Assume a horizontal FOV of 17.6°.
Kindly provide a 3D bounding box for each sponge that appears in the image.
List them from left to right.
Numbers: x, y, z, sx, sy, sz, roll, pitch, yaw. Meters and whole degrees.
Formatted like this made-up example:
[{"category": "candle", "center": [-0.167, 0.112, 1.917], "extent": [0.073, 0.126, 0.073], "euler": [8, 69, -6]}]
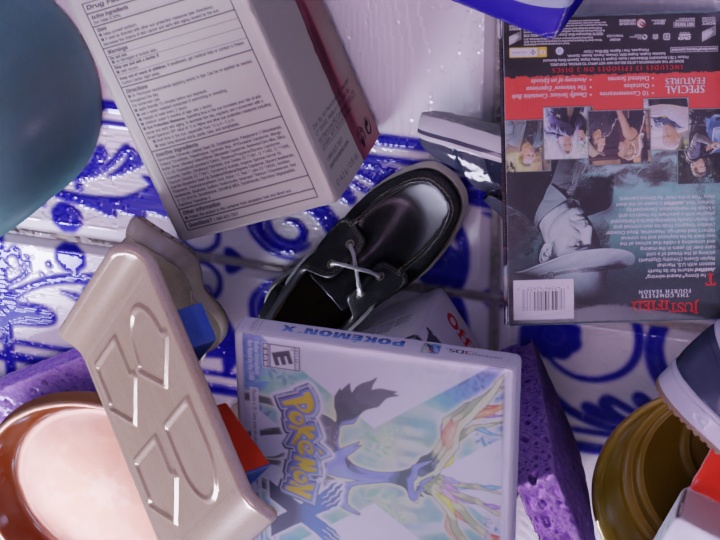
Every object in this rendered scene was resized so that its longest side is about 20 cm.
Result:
[{"category": "sponge", "center": [-0.221, 0.120, 1.792], "extent": [0.200, 0.030, 0.112], "euler": [-20, 111, 27]}, {"category": "sponge", "center": [0.131, 0.139, 1.588], "extent": [0.030, 0.200, 0.112], "euler": [-20, 113, 9]}]

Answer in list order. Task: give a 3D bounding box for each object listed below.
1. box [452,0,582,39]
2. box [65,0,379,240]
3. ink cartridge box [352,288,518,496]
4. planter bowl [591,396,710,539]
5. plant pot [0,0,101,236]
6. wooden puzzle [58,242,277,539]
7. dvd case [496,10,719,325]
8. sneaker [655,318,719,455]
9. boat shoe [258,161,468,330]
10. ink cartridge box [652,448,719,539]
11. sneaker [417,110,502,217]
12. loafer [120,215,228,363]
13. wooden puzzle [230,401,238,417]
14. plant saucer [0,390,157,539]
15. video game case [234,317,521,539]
[{"category": "box", "center": [0.080, -0.272, 1.425], "extent": [0.184, 0.105, 0.200], "euler": [23, 124, 6]}, {"category": "box", "center": [-0.091, -0.139, 1.558], "extent": [0.128, 0.109, 0.200], "euler": [-13, 113, 25]}, {"category": "ink cartridge box", "center": [0.038, 0.125, 1.613], "extent": [0.084, 0.200, 0.145], "euler": [-24, 108, 26]}, {"category": "planter bowl", "center": [0.266, 0.145, 1.613], "extent": [0.200, 0.083, 0.201], "euler": [8, 120, 14]}, {"category": "plant pot", "center": [-0.303, -0.098, 1.625], "extent": [0.200, 0.161, 0.201], "euler": [8, 120, 15]}, {"category": "wooden puzzle", "center": [-0.120, 0.092, 1.522], "extent": [0.200, 0.046, 0.185], "euler": [62, 154, 10]}, {"category": "dvd case", "center": [0.162, -0.066, 1.498], "extent": [0.146, 0.022, 0.200], "euler": [-2, 96, -2]}, {"category": "sneaker", "center": [0.295, 0.098, 1.477], "extent": [0.200, 0.070, 0.109], "euler": [41, 113, 9]}, {"category": "boat shoe", "center": [0.000, 0.000, 1.634], "extent": [0.072, 0.068, 0.200], "euler": [45, 121, -7]}, {"category": "ink cartridge box", "center": [0.302, 0.201, 1.558], "extent": [0.200, 0.044, 0.174], "euler": [26, 125, 3]}, {"category": "sneaker", "center": [0.126, -0.045, 1.547], "extent": [0.200, 0.078, 0.080], "euler": [19, 101, 7]}, {"category": "loafer", "center": [-0.147, 0.025, 1.644], "extent": [0.076, 0.068, 0.200], "euler": [35, 166, 18]}, {"category": "wooden puzzle", "center": [-0.013, 0.187, 1.709], "extent": [0.200, 0.037, 0.185], "euler": [60, 162, -16]}, {"category": "plant saucer", "center": [-0.191, 0.173, 1.767], "extent": [0.200, 0.032, 0.201], "euler": [8, 124, 12]}, {"category": "video game case", "center": [0.010, 0.131, 1.492], "extent": [0.182, 0.022, 0.200], "euler": [7, 120, 14]}]
